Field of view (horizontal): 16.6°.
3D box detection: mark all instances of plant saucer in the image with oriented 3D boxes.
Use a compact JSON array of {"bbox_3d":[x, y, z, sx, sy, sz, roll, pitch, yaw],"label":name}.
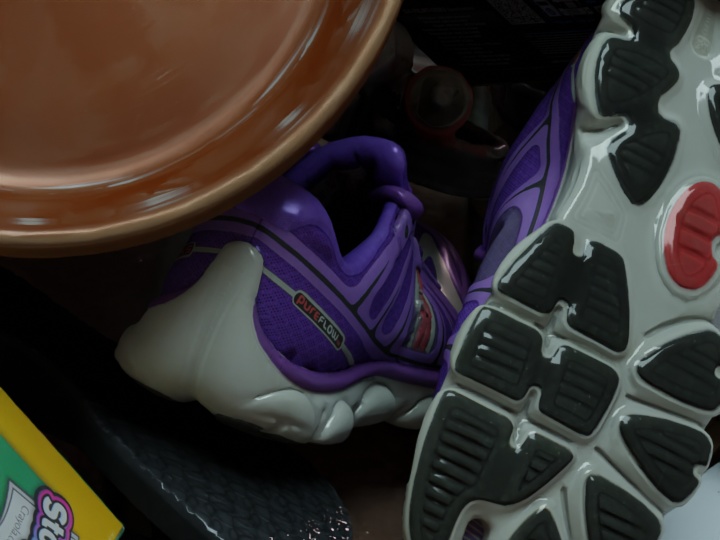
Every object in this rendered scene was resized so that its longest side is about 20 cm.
[{"bbox_3d":[-0.083,-0.100,0.658,0.199,0.032,0.201,0,77,-1],"label":"plant saucer"}]

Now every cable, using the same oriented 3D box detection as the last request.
[{"bbox_3d":[0.019,-0.068,0.875,0.097,0.050,0.200,26,12,5],"label":"cable"}]

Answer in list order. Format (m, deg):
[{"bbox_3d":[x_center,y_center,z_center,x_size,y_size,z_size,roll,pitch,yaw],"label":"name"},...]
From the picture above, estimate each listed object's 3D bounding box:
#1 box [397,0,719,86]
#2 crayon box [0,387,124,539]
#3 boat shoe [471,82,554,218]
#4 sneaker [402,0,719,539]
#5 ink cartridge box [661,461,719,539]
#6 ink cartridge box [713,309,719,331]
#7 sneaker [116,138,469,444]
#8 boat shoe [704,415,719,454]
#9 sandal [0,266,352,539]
[{"bbox_3d":[0.036,-0.135,0.766,0.200,0.198,0.050,3,57,55],"label":"box"},{"bbox_3d":[-0.144,0.084,0.578,0.119,0.058,0.200,50,31,-13],"label":"crayon box"},{"bbox_3d":[0.081,-0.084,0.965,0.072,0.065,0.200,14,32,3],"label":"boat shoe"},{"bbox_3d":[0.063,0.012,0.713,0.080,0.083,0.200,31,63,-11],"label":"sneaker"},{"bbox_3d":[0.165,0.123,0.703,0.196,0.043,0.200,32,38,27],"label":"ink cartridge box"},{"bbox_3d":[0.208,0.013,0.782,0.146,0.084,0.200,48,30,24],"label":"ink cartridge box"},{"bbox_3d":[0.000,0.000,0.744,0.080,0.084,0.200,25,9,12],"label":"sneaker"},{"bbox_3d":[0.090,0.013,0.820,0.072,0.072,0.200,30,42,-10],"label":"boat shoe"},{"bbox_3d":[-0.075,0.052,0.720,0.075,0.045,0.200,12,14,-47],"label":"sandal"}]
